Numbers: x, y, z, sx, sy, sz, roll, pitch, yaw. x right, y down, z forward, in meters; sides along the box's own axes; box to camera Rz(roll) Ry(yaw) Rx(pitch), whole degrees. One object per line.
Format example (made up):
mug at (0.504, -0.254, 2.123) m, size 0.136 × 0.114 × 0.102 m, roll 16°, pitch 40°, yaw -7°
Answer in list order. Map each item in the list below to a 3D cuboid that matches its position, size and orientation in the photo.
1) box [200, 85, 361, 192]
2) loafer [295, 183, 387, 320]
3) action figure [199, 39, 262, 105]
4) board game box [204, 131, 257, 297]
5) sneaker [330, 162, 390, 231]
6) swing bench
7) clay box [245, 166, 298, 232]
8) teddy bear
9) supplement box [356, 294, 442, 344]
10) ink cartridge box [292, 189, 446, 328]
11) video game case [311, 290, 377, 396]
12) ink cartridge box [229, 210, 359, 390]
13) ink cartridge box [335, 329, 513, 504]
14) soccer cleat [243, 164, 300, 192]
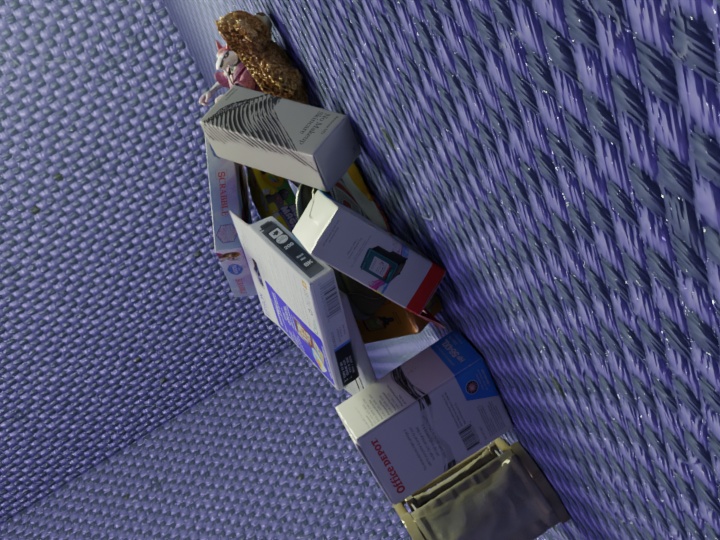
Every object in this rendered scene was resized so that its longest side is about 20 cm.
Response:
box at (-0.104, -0.172, 1.348) m, size 0.199 × 0.082 × 0.069 m, roll 19°, pitch 149°, yaw 33°
loafer at (-0.016, -0.036, 1.389) m, size 0.201 × 0.069 × 0.075 m, roll 61°, pitch -151°, yaw -4°
action figure at (-0.156, -0.260, 1.563) m, size 0.134 × 0.148 × 0.201 m, roll 45°, pitch 158°, yaw 54°
board game box at (-0.188, -0.087, 1.542) m, size 0.200 × 0.041 × 0.200 m, roll 87°, pitch 175°, yaw -71°
sneaker at (-0.020, -0.085, 1.471) m, size 0.201 × 0.082 × 0.078 m, roll 60°, pitch 174°, yaw -14°
swing bench at (0.165, 0.344, 1.502) m, size 0.130 × 0.198 × 0.200 m, roll 58°, pitch 174°, yaw 4°
clay box at (-0.115, -0.078, 1.553) m, size 0.115 × 0.047 × 0.201 m, roll 101°, pitch 146°, yaw -68°
teddy bear at (-0.118, -0.283, 1.464) m, size 0.200 × 0.067 × 0.145 m, roll 54°, pitch -175°, yaw -13°
supplement box at (0.021, 0.059, 1.479) m, size 0.200 × 0.069 × 0.067 m, roll -15°, pitch 109°, yaw 51°
ink cartridge box at (0.025, -0.014, 1.286) m, size 0.200 × 0.067 × 0.116 m, roll 30°, pitch -174°, yaw -21°
video game case at (-0.044, 0.085, 1.458) m, size 0.182 × 0.022 × 0.201 m, roll 31°, pitch 147°, yaw 52°
ink cartridge box at (-0.085, 0.030, 1.375) m, size 0.200 × 0.043 × 0.199 m, roll 40°, pitch 154°, yaw 41°
ink cartridge box at (0.086, 0.198, 1.412) m, size 0.084 × 0.199 × 0.146 m, roll 51°, pitch 170°, yaw 53°
soccer cleat at (-0.075, -0.155, 1.494) m, size 0.199 × 0.085 × 0.069 m, roll 23°, pitch -139°, yaw -32°
